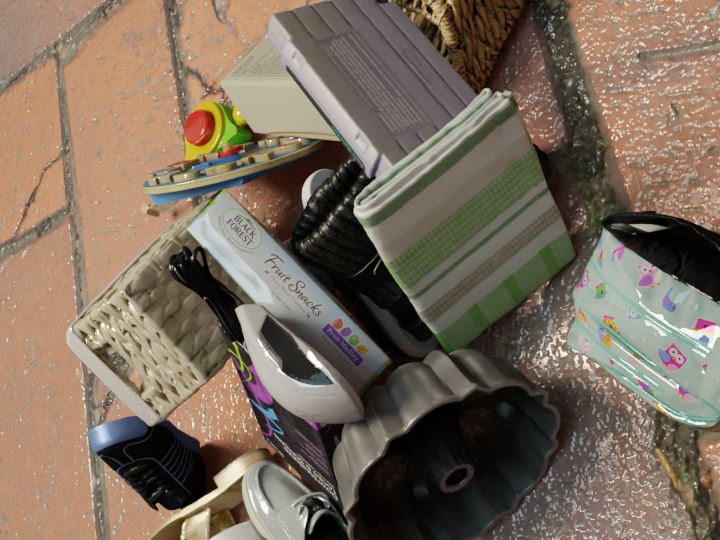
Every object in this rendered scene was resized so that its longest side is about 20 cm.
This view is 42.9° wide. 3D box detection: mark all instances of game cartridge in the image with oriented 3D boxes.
[{"bbox_3d":[0.021,-0.153,0.771,0.201,0.128,0.039,54,152,22],"label":"game cartridge"}]

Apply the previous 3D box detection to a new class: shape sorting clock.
[{"bbox_3d":[-0.135,-0.115,0.964,0.197,0.199,0.040,-8,106,37],"label":"shape sorting clock"}]

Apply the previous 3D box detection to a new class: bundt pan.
[{"bbox_3d":[0.064,0.145,0.761,0.203,0.200,0.076,-54,42,18],"label":"bundt pan"}]

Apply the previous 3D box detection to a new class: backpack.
[{"bbox_3d":[0.244,0.037,0.656,0.199,0.165,0.128,36,110,43],"label":"backpack"}]

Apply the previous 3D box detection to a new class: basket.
[{"bbox_3d":[0.040,-0.263,0.874,0.199,0.142,0.151,38,105,37],"label":"basket"},{"bbox_3d":[-0.175,0.033,0.933,0.136,0.201,0.123,47,135,-12],"label":"basket"}]

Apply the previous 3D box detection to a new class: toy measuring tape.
[{"bbox_3d":[-0.199,-0.143,1.095,0.199,0.073,0.075,-35,62,29],"label":"toy measuring tape"}]

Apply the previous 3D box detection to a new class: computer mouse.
[{"bbox_3d":[-0.076,0.063,0.727,0.044,0.110,0.199,-42,53,-15],"label":"computer mouse"}]

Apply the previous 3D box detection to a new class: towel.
[{"bbox_3d":[0.089,-0.032,0.738,0.148,0.201,0.031,-37,45,-2],"label":"towel"}]

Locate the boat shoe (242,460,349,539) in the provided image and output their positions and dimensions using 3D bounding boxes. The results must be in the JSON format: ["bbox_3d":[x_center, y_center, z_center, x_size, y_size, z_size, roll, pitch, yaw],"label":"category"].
[{"bbox_3d":[-0.041,0.251,0.886,0.201,0.069,0.072,46,136,26],"label":"boat shoe"}]

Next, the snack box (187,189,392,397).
[{"bbox_3d":[-0.056,0.026,0.813,0.053,0.142,0.200,-44,84,-3],"label":"snack box"}]

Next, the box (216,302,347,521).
[{"bbox_3d":[-0.061,0.138,0.869,0.036,0.202,0.142,-38,51,-20],"label":"box"}]

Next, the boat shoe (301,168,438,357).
[{"bbox_3d":[0.000,0.000,0.869,0.066,0.070,0.201,-23,109,50],"label":"boat shoe"}]

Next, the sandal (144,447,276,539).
[{"bbox_3d":[-0.160,0.284,0.987,0.212,0.077,0.070,-45,59,17],"label":"sandal"}]

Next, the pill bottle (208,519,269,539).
[{"bbox_3d":[-0.089,0.356,0.891,0.114,0.113,0.201,-45,58,23],"label":"pill bottle"}]

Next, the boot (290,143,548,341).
[{"bbox_3d":[0.054,-0.059,0.791,0.212,0.157,0.079,-53,21,-3],"label":"boot"}]

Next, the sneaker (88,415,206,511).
[{"bbox_3d":[-0.216,0.210,0.973,0.069,0.200,0.079,-22,65,10],"label":"sneaker"}]

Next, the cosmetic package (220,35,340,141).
[{"bbox_3d":[-0.044,-0.193,0.924,0.104,0.073,0.199,-47,32,-18],"label":"cosmetic package"}]

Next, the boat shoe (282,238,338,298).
[{"bbox_3d":[-0.060,0.071,0.930,0.066,0.073,0.204,-16,83,48],"label":"boat shoe"}]
